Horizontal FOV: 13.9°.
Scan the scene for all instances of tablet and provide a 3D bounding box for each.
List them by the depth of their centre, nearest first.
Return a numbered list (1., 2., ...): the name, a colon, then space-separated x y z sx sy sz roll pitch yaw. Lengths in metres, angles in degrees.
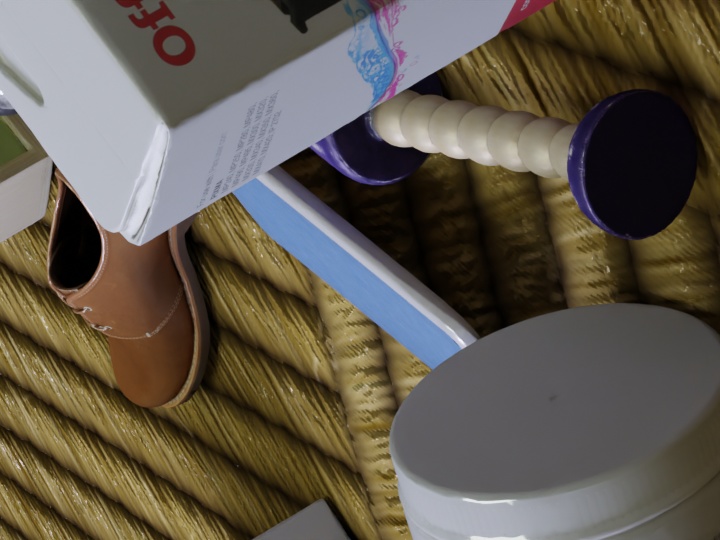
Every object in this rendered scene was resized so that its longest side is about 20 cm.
1. tablet: 0.000 0.000 1.201 0.200 0.014 0.130 39 172 35

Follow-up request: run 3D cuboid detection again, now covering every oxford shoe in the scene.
1. oxford shoe: -0.118 0.003 1.406 0.071 0.071 0.200 40 151 31

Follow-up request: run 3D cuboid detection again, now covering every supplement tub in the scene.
1. supplement tub: 0.098 0.128 1.077 0.132 0.132 0.201 21 135 53

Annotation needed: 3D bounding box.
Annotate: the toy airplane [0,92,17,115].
1. toy airplane: -0.216 -0.151 1.324 0.200 0.141 0.200 -159 62 -72

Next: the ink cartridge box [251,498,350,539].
1. ink cartridge box: -0.091 0.208 1.438 0.085 0.200 0.145 58 155 9

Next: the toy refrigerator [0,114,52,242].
1. toy refrigerator: -0.247 -0.100 1.520 0.200 0.076 0.070 50 154 19

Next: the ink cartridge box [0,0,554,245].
1. ink cartridge box: -0.030 -0.123 0.945 0.146 0.200 0.083 52 155 13

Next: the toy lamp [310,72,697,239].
1. toy lamp: 0.039 -0.052 1.072 0.200 0.058 0.058 13 130 54
